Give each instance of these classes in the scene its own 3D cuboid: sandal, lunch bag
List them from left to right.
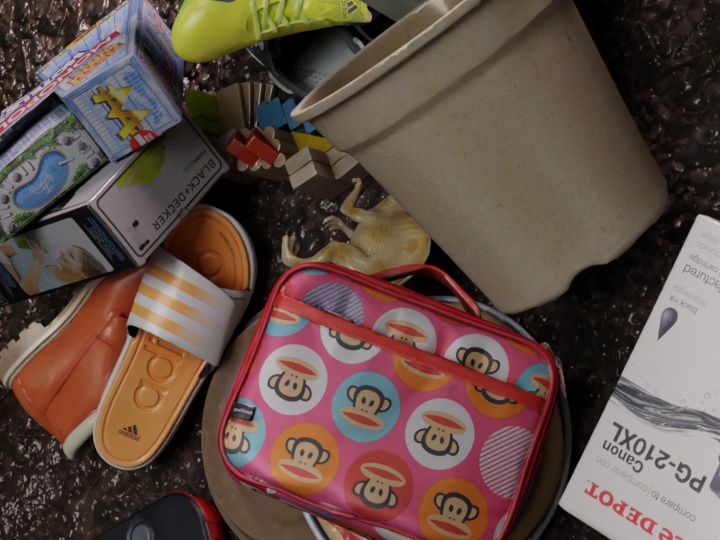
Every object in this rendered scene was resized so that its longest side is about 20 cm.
[{"bbox_3d":[-0.133,0.056,1.497,0.079,0.059,0.208,21,100,-6],"label":"sandal"},{"bbox_3d":[0.023,0.082,1.321,0.199,0.082,0.177,20,77,5],"label":"lunch bag"}]

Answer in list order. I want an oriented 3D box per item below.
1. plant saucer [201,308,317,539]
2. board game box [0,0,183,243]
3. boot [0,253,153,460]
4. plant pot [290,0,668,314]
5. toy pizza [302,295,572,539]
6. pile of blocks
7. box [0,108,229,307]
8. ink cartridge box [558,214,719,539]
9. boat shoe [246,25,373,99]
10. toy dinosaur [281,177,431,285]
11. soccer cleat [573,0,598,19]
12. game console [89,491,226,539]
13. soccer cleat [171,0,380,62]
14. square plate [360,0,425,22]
[{"bbox_3d":[-0.039,0.109,1.470,0.199,0.029,0.201,-8,76,34],"label":"plant saucer"},{"bbox_3d":[-0.202,-0.111,1.499,0.200,0.062,0.200,-39,18,-6],"label":"board game box"},{"bbox_3d":[-0.176,0.054,1.562,0.200,0.075,0.107,-43,72,22],"label":"boot"},{"bbox_3d":[0.089,-0.082,1.298,0.200,0.201,0.184,-32,99,27],"label":"plant pot"},{"bbox_3d":[0.042,0.114,1.381,0.199,0.032,0.202,-5,76,22],"label":"toy pizza"},{"bbox_3d":[-0.082,-0.101,1.519,0.199,0.062,0.083,8,86,36],"label":"pile of blocks"},{"bbox_3d":[-0.198,-0.045,1.527,0.199,0.060,0.117,-13,31,51],"label":"box"},{"bbox_3d":[0.230,0.091,1.242,0.144,0.084,0.201,30,99,36],"label":"ink cartridge box"},{"bbox_3d":[-0.039,-0.165,1.500,0.200,0.060,0.076,34,101,35],"label":"boat shoe"},{"bbox_3d":[0.000,0.000,1.400,0.101,0.058,0.201,0,60,31],"label":"toy dinosaur"},{"bbox_3d":[0.117,-0.161,1.392,0.200,0.067,0.081,-33,80,29],"label":"soccer cleat"},{"bbox_3d":[-0.151,0.278,1.516,0.176,0.031,0.201,-30,65,29],"label":"game console"},{"bbox_3d":[-0.036,-0.191,1.442,0.199,0.065,0.084,-27,54,-20],"label":"soccer cleat"},{"bbox_3d":[0.062,-0.240,1.355,0.198,0.200,0.029,-33,58,27],"label":"square plate"}]
